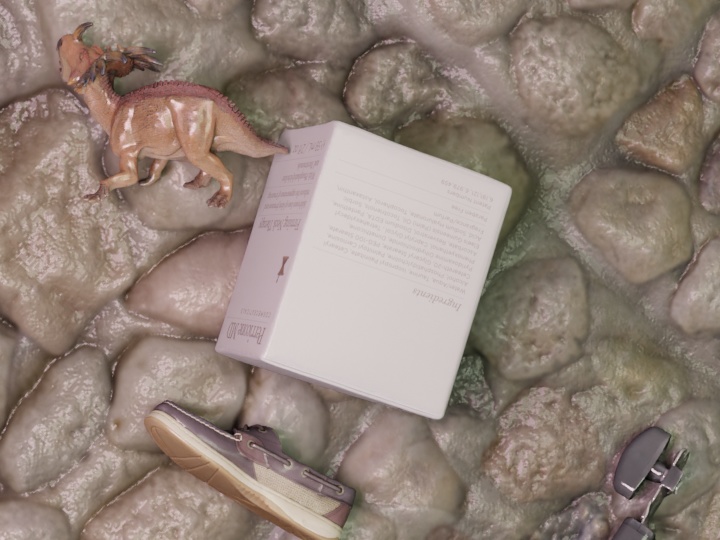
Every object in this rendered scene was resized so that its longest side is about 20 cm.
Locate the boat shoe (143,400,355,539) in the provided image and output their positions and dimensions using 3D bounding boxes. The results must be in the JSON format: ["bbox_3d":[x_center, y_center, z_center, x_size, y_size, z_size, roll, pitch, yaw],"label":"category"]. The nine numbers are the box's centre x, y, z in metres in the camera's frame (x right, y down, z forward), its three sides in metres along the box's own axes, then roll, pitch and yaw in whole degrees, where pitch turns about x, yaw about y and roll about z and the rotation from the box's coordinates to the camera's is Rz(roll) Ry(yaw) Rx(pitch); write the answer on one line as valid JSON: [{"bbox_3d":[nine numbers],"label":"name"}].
[{"bbox_3d":[-0.091,0.162,1.585,0.199,0.072,0.065,34,70,-13],"label":"boat shoe"}]

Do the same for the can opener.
[{"bbox_3d":[0.234,0.237,1.706,0.067,0.053,0.201,32,81,17],"label":"can opener"}]

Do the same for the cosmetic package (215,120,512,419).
[{"bbox_3d":[0.000,0.000,1.555,0.165,0.167,0.202,19,85,-17],"label":"cosmetic package"}]

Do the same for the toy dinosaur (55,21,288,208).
[{"bbox_3d":[-0.157,-0.127,1.525,0.198,0.086,0.137,4,106,0],"label":"toy dinosaur"}]
